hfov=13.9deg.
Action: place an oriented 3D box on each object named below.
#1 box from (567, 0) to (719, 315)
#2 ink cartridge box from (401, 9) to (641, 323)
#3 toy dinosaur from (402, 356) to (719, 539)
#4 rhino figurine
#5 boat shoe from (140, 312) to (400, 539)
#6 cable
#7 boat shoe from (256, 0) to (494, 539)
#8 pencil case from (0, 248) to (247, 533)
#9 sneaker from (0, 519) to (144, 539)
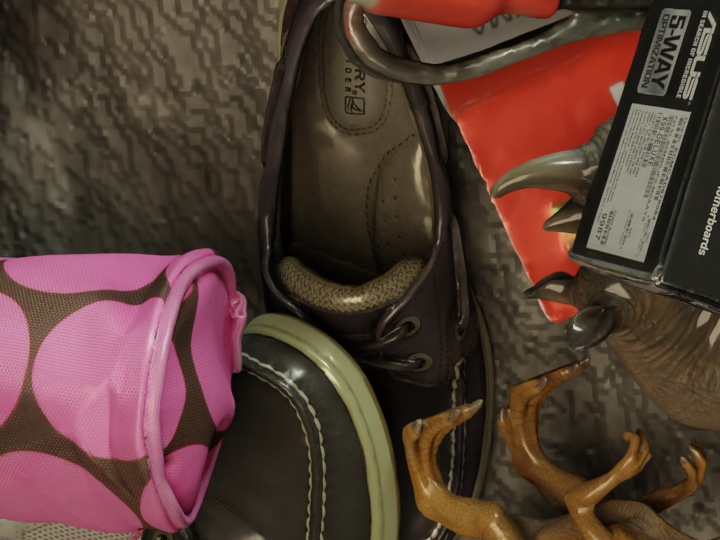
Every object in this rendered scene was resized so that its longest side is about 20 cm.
[{"bbox_3d":[0.157,-0.071,0.765,0.158,0.050,0.200,19,89,-26],"label":"box"},{"bbox_3d":[0.083,-0.105,0.824,0.162,0.050,0.200,-25,94,-1],"label":"ink cartridge box"},{"bbox_3d":[0.048,0.090,0.882,0.200,0.060,0.106,-24,86,46],"label":"toy dinosaur"},{"bbox_3d":[0.122,0.010,0.831,0.200,0.060,0.087,19,109,-24],"label":"rhino figurine"},{"bbox_3d":[-0.039,0.106,0.909,0.072,0.066,0.201,32,132,25],"label":"boat shoe"},{"bbox_3d":[0.074,-0.077,0.792,0.200,0.050,0.097,17,103,-15],"label":"cable"},{"bbox_3d":[0.000,0.000,0.897,0.072,0.065,0.200,2,107,13],"label":"boat shoe"},{"bbox_3d":[-0.129,0.024,0.855,0.200,0.094,0.091,7,109,20],"label":"pencil case"},{"bbox_3d":[-0.151,0.063,0.948,0.200,0.088,0.081,5,106,15],"label":"sneaker"}]
